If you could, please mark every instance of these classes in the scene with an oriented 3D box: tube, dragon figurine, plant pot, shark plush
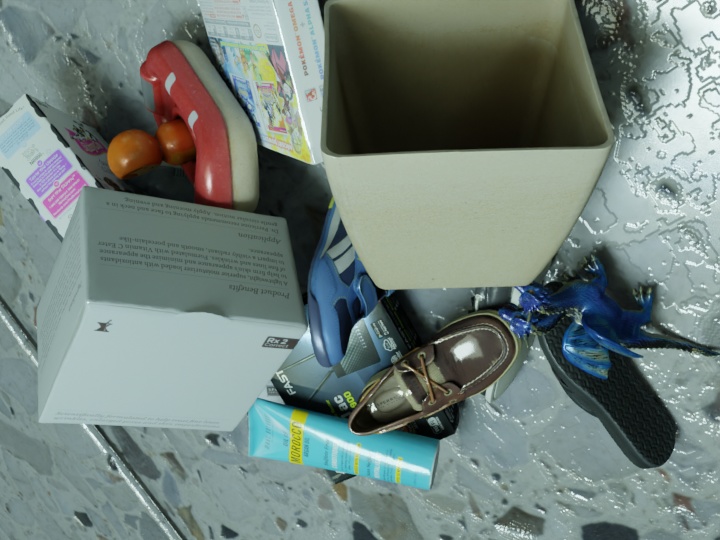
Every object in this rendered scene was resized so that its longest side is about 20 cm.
[{"bbox_3d":[-0.020,0.178,0.965,0.199,0.050,0.078,10,113,11],"label":"tube"},{"bbox_3d":[0.213,0.055,0.826,0.200,0.100,0.059,34,143,-5],"label":"dragon figurine"},{"bbox_3d":[0.074,-0.094,0.762,0.199,0.200,0.177,-2,138,1],"label":"plant pot"},{"bbox_3d":[-0.172,-0.053,1.030,0.091,0.083,0.200,-35,94,40],"label":"shark plush"}]

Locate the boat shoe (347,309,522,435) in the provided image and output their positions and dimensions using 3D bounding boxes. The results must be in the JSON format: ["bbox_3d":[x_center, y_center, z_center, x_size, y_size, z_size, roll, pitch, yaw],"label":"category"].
[{"bbox_3d":[0.063,0.104,0.883,0.200,0.072,0.072,-32,91,36],"label":"boat shoe"}]

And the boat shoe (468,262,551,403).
[{"bbox_3d":[0.131,0.036,0.896,0.060,0.074,0.201,26,131,26],"label":"boat shoe"}]

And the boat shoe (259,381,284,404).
[{"bbox_3d":[-0.063,0.128,1.076,0.199,0.057,0.069,6,108,9],"label":"boat shoe"}]

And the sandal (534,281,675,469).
[{"bbox_3d":[0.216,0.103,0.883,0.201,0.075,0.048,55,147,-5],"label":"sandal"}]

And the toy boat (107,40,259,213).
[{"bbox_3d":[-0.183,-0.123,0.926,0.200,0.130,0.131,55,157,27],"label":"toy boat"}]

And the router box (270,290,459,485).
[{"bbox_3d":[-0.007,0.108,0.996,0.150,0.062,0.200,-27,101,17],"label":"router box"}]

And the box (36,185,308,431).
[{"bbox_3d":[-0.183,0.045,0.881,0.200,0.198,0.131,-53,39,42],"label":"box"}]

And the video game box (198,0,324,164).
[{"bbox_3d":[-0.086,-0.201,0.858,0.200,0.047,0.183,30,135,58],"label":"video game box"}]

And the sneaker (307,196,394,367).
[{"bbox_3d":[0.000,0.000,0.890,0.082,0.201,0.074,7,147,10],"label":"sneaker"}]

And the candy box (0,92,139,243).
[{"bbox_3d":[-0.286,-0.078,1.016,0.072,0.168,0.200,-42,81,5],"label":"candy box"}]
